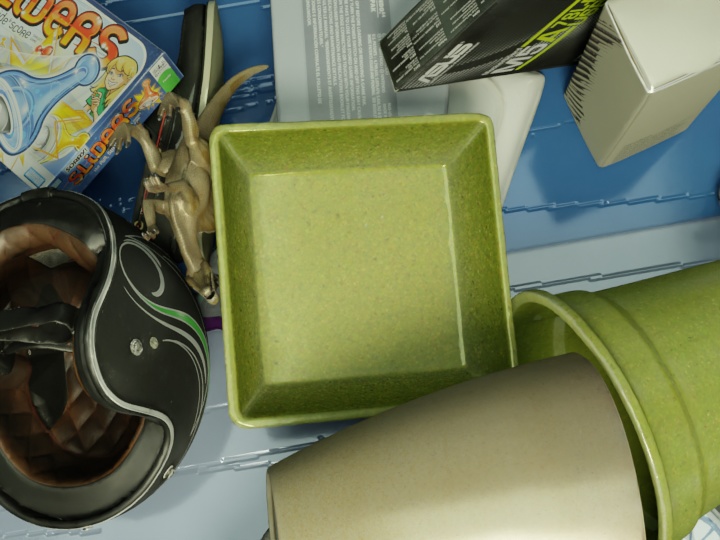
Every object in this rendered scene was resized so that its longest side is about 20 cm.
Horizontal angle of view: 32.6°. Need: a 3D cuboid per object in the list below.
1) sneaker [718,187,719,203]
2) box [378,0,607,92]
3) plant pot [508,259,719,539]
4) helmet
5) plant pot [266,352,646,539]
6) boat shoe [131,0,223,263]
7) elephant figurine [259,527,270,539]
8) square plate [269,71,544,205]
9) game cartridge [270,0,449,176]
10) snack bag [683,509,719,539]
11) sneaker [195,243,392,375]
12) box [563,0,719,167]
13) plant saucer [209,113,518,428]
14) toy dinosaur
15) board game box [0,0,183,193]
[{"bbox_3d":[0.353,-0.105,0.897,0.200,0.088,0.074,-44,83,-6],"label":"sneaker"},{"bbox_3d":[0.139,-0.190,0.834,0.191,0.200,0.048,-15,81,-32],"label":"box"},{"bbox_3d":[0.224,0.076,0.838,0.182,0.200,0.202,-21,81,-14],"label":"plant pot"},{"bbox_3d":[-0.193,0.064,0.835,0.198,0.192,0.202,-10,49,12],"label":"helmet"},{"bbox_3d":[0.045,0.153,0.745,0.197,0.187,0.190,-5,80,-8],"label":"plant pot"},{"bbox_3d":[-0.135,-0.107,0.919,0.062,0.074,0.204,4,79,5],"label":"boat shoe"},{"bbox_3d":[-0.039,0.229,0.828,0.198,0.155,0.143,26,104,-4],"label":"elephant figurine"},{"bbox_3d":[0.021,-0.090,0.938,0.196,0.028,0.202,19,81,3],"label":"square plate"},{"bbox_3d":[0.000,-0.160,0.918,0.132,0.040,0.203,-4,81,4],"label":"game cartridge"},{"bbox_3d":[0.238,0.280,0.877,0.200,0.021,0.189,43,84,8],"label":"snack bag"},{"bbox_3d":[-0.035,0.057,0.908,0.199,0.075,0.088,35,116,-1],"label":"sneaker"},{"bbox_3d":[0.201,-0.138,0.855,0.081,0.200,0.069,-24,81,-3],"label":"box"},{"bbox_3d":[0.000,0.000,0.843,0.197,0.048,0.203,-4,82,-11],"label":"plant saucer"},{"bbox_3d":[-0.120,-0.075,0.848,0.058,0.101,0.202,-9,60,28],"label":"toy dinosaur"},{"bbox_3d":[-0.243,-0.150,0.914,0.199,0.034,0.136,37,82,27],"label":"board game box"}]
